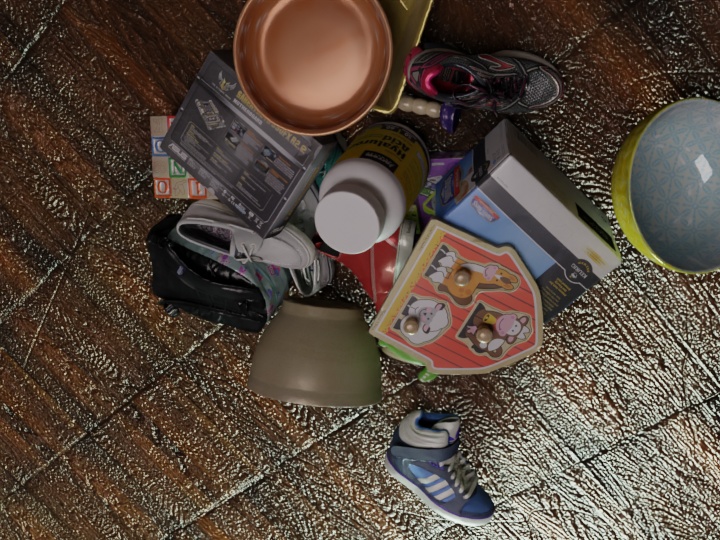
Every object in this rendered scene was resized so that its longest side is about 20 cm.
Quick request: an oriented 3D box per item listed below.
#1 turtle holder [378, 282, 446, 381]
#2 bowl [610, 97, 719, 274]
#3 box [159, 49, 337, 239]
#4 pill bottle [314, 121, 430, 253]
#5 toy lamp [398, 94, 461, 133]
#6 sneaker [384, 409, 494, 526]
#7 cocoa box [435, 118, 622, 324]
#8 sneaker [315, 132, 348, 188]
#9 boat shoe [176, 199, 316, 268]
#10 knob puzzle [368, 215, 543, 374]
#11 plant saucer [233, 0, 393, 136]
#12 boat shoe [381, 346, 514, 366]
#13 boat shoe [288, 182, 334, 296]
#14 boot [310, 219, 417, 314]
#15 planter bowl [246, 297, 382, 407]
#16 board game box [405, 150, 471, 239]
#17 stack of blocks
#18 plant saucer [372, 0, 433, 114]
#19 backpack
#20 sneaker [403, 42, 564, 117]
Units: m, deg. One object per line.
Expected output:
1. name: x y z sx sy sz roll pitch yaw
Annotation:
1. turtle holder: 0.119 0.052 1.312 0.184 0.141 0.133 -2 119 -17
2. bowl: 0.368 -0.099 1.179 0.201 0.200 0.108 55 164 -15
3. box: -0.149 -0.165 1.295 0.200 0.048 0.159 40 116 11
4. pill bottle: 0.013 -0.101 1.238 0.111 0.200 0.112 9 121 14
5. toy lamp: 0.030 -0.223 1.282 0.199 0.058 0.059 13 122 13
6. sneaker: 0.140 0.294 1.523 0.199 0.081 0.147 32 129 8
7. cocoa box: 0.204 -0.060 1.237 0.200 0.134 0.131 40 114 -15
8. sneaker: -0.051 -0.145 1.344 0.077 0.080 0.201 -18 111 28
9. boat shoe: -0.160 -0.042 1.362 0.199 0.069 0.072 24 131 11
10. knob puzzle: 0.134 0.054 1.207 0.218 0.031 0.221 2 116 4
11. plant saucer: -0.055 -0.265 1.202 0.199 0.037 0.202 2 100 12
12. boat shoe: 0.127 0.096 1.424 0.199 0.072 0.065 2 109 18
13. boat shoe: -0.085 -0.058 1.413 0.073 0.067 0.201 -11 112 25
14. boot: 0.000 0.000 1.391 0.143 0.073 0.201 8 134 6
15. planter bowl: -0.059 0.112 1.445 0.199 0.200 0.136 8 94 16
16. board game box: 0.112 -0.100 1.339 0.199 0.032 0.121 0 123 20
17. stack of blocks: -0.190 -0.159 1.379 0.199 0.059 0.116 2 100 22
18. plant saucer: -0.013 -0.321 1.226 0.199 0.048 0.201 22 108 8
19. backpack: -0.204 0.002 1.457 0.199 0.127 0.167 19 142 15
20. sneaker: 0.152 -0.222 1.194 0.198 0.075 0.081 2 116 -14
